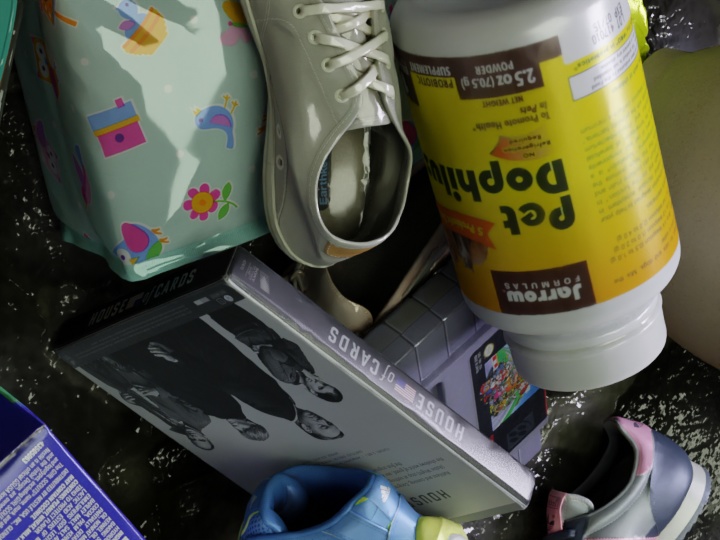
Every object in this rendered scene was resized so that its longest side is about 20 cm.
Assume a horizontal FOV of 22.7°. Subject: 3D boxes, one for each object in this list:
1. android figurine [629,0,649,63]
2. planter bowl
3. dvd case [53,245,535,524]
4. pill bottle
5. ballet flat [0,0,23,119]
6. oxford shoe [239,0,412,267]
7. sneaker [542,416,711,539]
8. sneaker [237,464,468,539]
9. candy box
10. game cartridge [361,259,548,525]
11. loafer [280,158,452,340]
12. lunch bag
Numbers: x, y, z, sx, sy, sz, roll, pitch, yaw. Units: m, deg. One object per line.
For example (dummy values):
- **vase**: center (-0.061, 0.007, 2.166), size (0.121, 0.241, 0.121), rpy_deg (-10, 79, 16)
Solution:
- **android figurine**: center (0.085, -0.119, 1.000), size (0.200, 0.041, 0.182), rpy_deg (-50, 124, -11)
- **planter bowl**: center (0.209, -0.049, 1.026), size (0.200, 0.135, 0.200), rpy_deg (-49, 155, -32)
- **dvd case**: center (-0.033, 0.071, 0.880), size (0.200, 0.150, 0.025), rpy_deg (38, 53, -26)
- **pill bottle**: center (0.088, -0.046, 0.848), size (0.109, 0.109, 0.200), rpy_deg (-31, 119, -26)
- **ballet flat**: center (-0.196, -0.050, 0.799), size (0.068, 0.068, 0.200), rpy_deg (15, 93, -35)
- **oxford shoe**: center (-0.011, -0.097, 0.782), size (0.075, 0.058, 0.200), rpy_deg (-13, 106, -34)
- **sneaker**: center (0.130, 0.180, 1.106), size (0.082, 0.070, 0.200), rpy_deg (41, 74, -18)
- **sneaker**: center (-0.043, 0.148, 0.909), size (0.105, 0.200, 0.076), rpy_deg (53, 29, -24)
- **candy box**: center (-0.144, 0.132, 0.821), size (0.077, 0.169, 0.200), rpy_deg (-43, 123, -15)
- **game cartridge**: center (0.049, 0.078, 0.982), size (0.130, 0.038, 0.200), rpy_deg (-37, 146, -18)
- **loafer**: center (0.000, 0.000, 0.929), size (0.200, 0.072, 0.063), rpy_deg (-47, 166, 0)
- **lunch bag**: center (-0.058, -0.110, 0.853), size (0.200, 0.122, 0.170), rpy_deg (-22, 113, -24)
